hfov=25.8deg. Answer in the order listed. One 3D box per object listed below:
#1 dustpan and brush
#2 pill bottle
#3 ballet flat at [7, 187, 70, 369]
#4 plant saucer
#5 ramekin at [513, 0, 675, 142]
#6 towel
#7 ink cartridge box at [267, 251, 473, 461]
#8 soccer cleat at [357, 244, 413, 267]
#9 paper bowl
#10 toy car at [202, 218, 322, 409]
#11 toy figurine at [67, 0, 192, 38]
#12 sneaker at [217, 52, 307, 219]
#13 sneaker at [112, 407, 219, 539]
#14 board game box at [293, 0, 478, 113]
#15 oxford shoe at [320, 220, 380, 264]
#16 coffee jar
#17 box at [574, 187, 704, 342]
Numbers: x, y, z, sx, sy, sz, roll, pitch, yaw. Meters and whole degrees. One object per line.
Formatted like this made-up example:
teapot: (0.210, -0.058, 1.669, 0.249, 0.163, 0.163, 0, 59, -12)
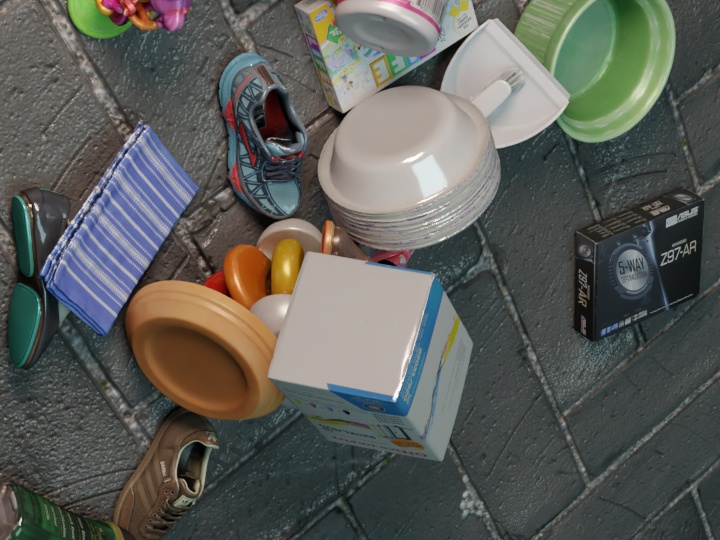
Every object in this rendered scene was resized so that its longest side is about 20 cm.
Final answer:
dustpan and brush: (0.130, -0.181, 1.858, 0.200, 0.140, 0.057, -41, -174, 35)
pill bottle: (0.050, -0.338, 1.662, 0.113, 0.113, 0.201, 29, 71, -42)
ballet flat: (-0.326, 0.009, 1.636, 0.073, 0.073, 0.201, -9, 116, -33)
plant saucer: (-0.172, 0.096, 1.716, 0.038, 0.199, 0.201, -60, 142, -39)
ramekin: (0.277, -0.265, 1.916, 0.199, 0.098, 0.201, -18, 123, -29)
towel: (-0.248, -0.039, 1.647, 0.200, 0.024, 0.145, -59, 151, -14)
ink cartridge box: (0.016, 0.094, 1.656, 0.200, 0.147, 0.145, 55, 48, -61)
soccer cleat: (0.048, -0.037, 1.882, 0.200, 0.076, 0.067, -43, 132, -9)
paper bowl: (0.049, -0.126, 1.747, 0.200, 0.201, 0.105, -37, 135, -15)
toy car: (-0.106, 0.052, 1.778, 0.149, 0.175, 0.201, -5, 133, 7)
toy figurine: (-0.199, -0.290, 1.490, 0.150, 0.184, 0.201, -4, 116, -35)
sneaker: (-0.099, -0.132, 1.708, 0.079, 0.095, 0.201, -29, 128, -20)
sneaker: (-0.227, 0.260, 1.838, 0.070, 0.075, 0.201, 14, 104, -40)
board game box: (0.032, -0.285, 1.765, 0.200, 0.034, 0.135, -35, 130, -17)
oxford shoe: (0.000, 0.000, 1.743, 0.200, 0.073, 0.072, 64, 29, -64)
coffee jar: (-0.343, 0.315, 1.769, 0.104, 0.085, 0.200, -43, 135, 16)
box: (0.384, -0.008, 2.171, 0.199, 0.044, 0.161, -21, 125, -27)
